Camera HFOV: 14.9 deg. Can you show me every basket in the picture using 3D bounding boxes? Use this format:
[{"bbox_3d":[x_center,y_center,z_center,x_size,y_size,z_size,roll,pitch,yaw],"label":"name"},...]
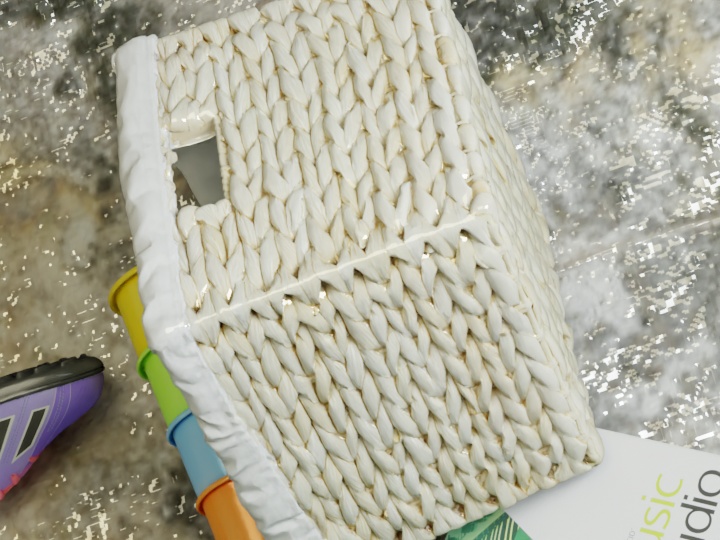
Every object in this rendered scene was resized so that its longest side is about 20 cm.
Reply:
[{"bbox_3d":[0.000,0.000,1.249,0.160,0.200,0.199,-19,44,8],"label":"basket"}]

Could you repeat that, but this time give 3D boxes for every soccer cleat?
[{"bbox_3d":[-0.210,0.107,1.391,0.199,0.068,0.073,-26,87,5],"label":"soccer cleat"}]

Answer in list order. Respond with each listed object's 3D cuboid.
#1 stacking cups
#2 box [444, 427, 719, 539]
[{"bbox_3d":[-0.067,0.089,1.338,0.060,0.061,0.201,-25,64,10],"label":"stacking cups"},{"bbox_3d":[0.118,0.147,1.229,0.199,0.036,0.145,9,73,44],"label":"box"}]
